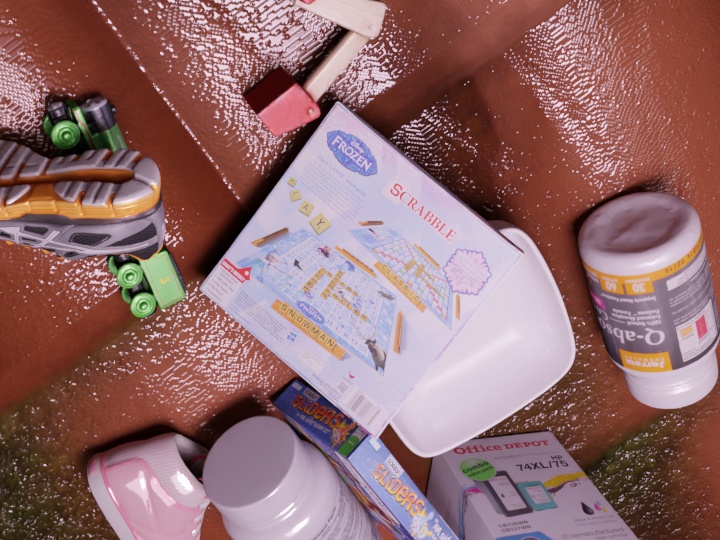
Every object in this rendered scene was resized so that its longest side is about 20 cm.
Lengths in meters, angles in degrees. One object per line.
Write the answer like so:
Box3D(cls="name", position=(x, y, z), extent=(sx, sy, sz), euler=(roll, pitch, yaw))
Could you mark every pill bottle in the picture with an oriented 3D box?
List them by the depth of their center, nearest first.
Box3D(cls="pill bottle", position=(-0.062, 0.232, 0.945), extent=(0.113, 0.114, 0.201), euler=(-31, 131, -2))
Box3D(cls="pill bottle", position=(0.290, 0.033, 0.986), extent=(0.115, 0.117, 0.201), euler=(-27, 122, -5))

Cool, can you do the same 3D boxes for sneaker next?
Box3D(cls="sneaker", position=(-0.236, -0.043, 0.742), extent=(0.198, 0.079, 0.078), euler=(6, 140, 16))
Box3D(cls="sneaker", position=(-0.167, 0.237, 0.946), extent=(0.104, 0.076, 0.202), euler=(-24, 118, -1))

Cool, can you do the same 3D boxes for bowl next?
Box3D(cls="bowl", position=(0.091, 0.057, 0.950), extent=(0.198, 0.075, 0.201), euler=(-31, 122, -3))

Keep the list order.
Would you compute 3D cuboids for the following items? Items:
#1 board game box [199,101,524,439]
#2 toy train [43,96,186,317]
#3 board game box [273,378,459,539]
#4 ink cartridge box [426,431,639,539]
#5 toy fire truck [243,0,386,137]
Box3D(cls="board game box", position=(0.000, 0.000, 0.841), extent=(0.200, 0.041, 0.200), euler=(40, 100, 4))
Box3D(cls="toy train", position=(-0.194, -0.050, 0.809), extent=(0.056, 0.042, 0.202), euler=(-27, 123, -17))
Box3D(cls="board game box", position=(0.011, 0.200, 0.956), extent=(0.034, 0.135, 0.201), euler=(-45, 126, -15))
Box3D(cls="ink cartridge box", position=(0.166, 0.286, 1.023), extent=(0.145, 0.200, 0.148), euler=(-3, 116, -19))
Box3D(cls="toy fire truck", position=(-0.026, -0.216, 0.776), extent=(0.199, 0.049, 0.141), euler=(-36, 123, -1))
